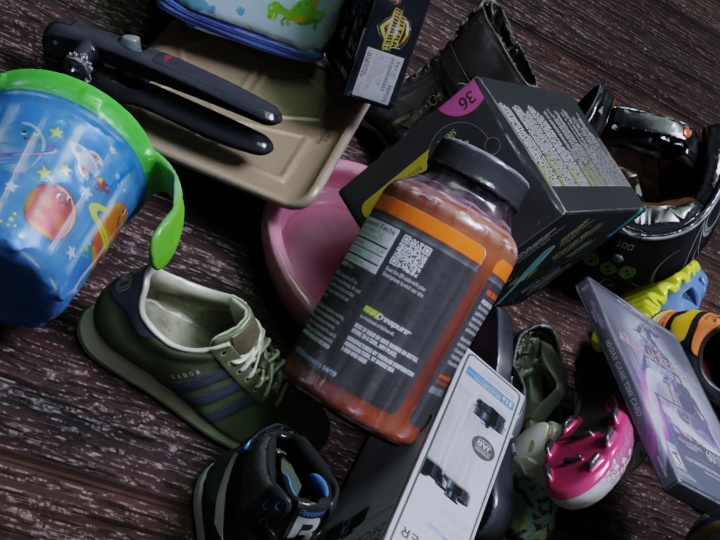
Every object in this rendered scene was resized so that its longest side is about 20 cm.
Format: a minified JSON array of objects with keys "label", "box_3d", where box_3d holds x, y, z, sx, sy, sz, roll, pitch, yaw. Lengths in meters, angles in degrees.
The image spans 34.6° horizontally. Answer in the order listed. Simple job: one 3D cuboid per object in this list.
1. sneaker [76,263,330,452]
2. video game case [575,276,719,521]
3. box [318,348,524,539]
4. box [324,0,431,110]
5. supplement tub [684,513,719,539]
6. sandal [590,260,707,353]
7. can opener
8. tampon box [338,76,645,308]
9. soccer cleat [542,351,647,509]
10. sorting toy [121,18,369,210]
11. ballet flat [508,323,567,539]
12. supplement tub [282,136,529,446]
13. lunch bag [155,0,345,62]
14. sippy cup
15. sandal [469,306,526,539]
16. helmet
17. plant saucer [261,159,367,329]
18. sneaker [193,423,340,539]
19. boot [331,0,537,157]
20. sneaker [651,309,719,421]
[{"label":"sneaker","box_3d":[-0.093,0.063,0.807,0.200,0.090,0.067,31,42,-16]},{"label":"video game case","box_3d":[0.248,0.107,0.925,0.143,0.019,0.200,29,33,-38]},{"label":"box","box_3d":[0.036,0.159,0.815,0.060,0.117,0.200,41,42,-9]},{"label":"box","box_3d":[0.018,-0.238,0.973,0.046,0.159,0.200,15,20,-13]},{"label":"supplement tub","box_3d":[0.309,0.294,0.909,0.145,0.145,0.200,42,41,-3]},{"label":"sandal","box_3d":[0.298,0.057,1.153,0.200,0.079,0.087,-38,98,-45]},{"label":"can opener","box_3d":[-0.152,-0.143,0.884,0.200,0.064,0.079,21,42,11]},{"label":"tampon box","box_3d":[0.112,-0.057,0.936,0.200,0.150,0.126,-6,61,-59]},{"label":"soccer cleat","box_3d":[0.198,0.136,0.909,0.086,0.070,0.200,58,31,-15]},{"label":"sorting toy","box_3d":[-0.104,-0.131,0.960,0.200,0.037,0.185,19,42,6]},{"label":"ballet flat","box_3d":[0.146,0.127,0.970,0.074,0.074,0.200,21,47,-25]},{"label":"supplement tub","box_3d":[0.038,0.012,0.792,0.107,0.200,0.107,31,-1,1]},{"label":"lunch bag","box_3d":[-0.098,-0.260,1.024,0.160,0.083,0.200,17,25,-15]},{"label":"sippy cup","box_3d":[-0.218,-0.039,0.759,0.140,0.177,0.131,50,40,-34]},{"label":"sandal","box_3d":[0.104,0.126,0.937,0.043,0.076,0.201,20,57,-24]},{"label":"helmet","box_3d":[0.266,-0.082,1.145,0.199,0.191,0.201,0,78,0]},{"label":"plant saucer","box_3d":[0.000,0.000,0.966,0.200,0.051,0.201,23,45,-25]},{"label":"sneaker","box_3d":[-0.054,0.191,0.719,0.073,0.112,0.200,9,53,-33]},{"label":"boot","box_3d":[0.071,-0.180,1.063,0.069,0.174,0.200,1,49,-47]},{"label":"sneaker","box_3d":[0.322,0.131,1.050,0.070,0.090,0.201,-22,98,-31]}]
